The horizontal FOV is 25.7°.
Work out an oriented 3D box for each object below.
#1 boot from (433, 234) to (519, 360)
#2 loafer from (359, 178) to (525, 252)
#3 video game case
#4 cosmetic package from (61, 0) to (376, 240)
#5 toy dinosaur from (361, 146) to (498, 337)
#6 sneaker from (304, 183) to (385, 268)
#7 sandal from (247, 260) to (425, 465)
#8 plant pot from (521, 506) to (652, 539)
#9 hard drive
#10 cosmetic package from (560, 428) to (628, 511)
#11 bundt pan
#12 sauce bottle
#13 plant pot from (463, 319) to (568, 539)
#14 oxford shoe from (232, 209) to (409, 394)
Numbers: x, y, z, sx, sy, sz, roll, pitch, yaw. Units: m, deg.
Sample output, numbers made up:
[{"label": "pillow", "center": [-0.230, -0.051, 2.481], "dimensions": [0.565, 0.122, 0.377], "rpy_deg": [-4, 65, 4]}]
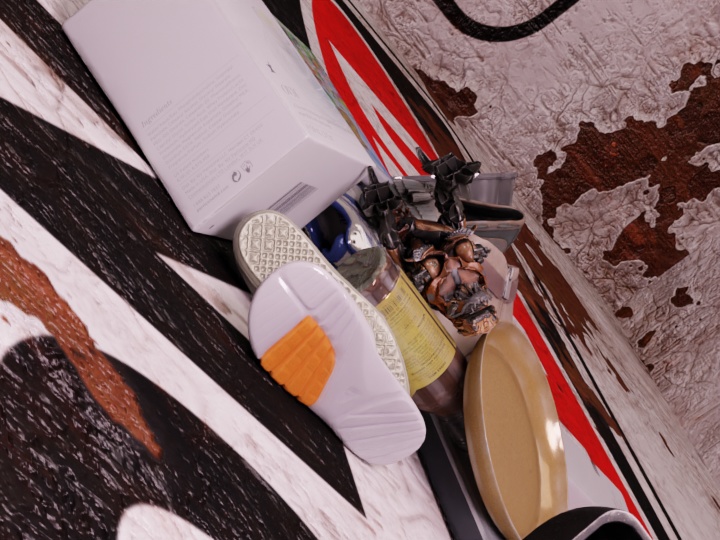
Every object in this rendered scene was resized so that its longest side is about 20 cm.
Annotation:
[{"label": "boot", "center": [0.075, 0.037, 1.411], "dimensions": [0.070, 0.148, 0.200], "rpy_deg": [18, -4, 30]}, {"label": "loafer", "center": [0.083, -0.059, 1.544], "dimensions": [0.199, 0.063, 0.072], "rpy_deg": [15, 39, -45]}, {"label": "video game case", "center": [-0.048, -0.172, 1.506], "dimensions": [0.183, 0.022, 0.200], "rpy_deg": [59, 10, 24]}, {"label": "cosmetic package", "center": [-0.109, -0.139, 1.283], "dimensions": [0.201, 0.123, 0.199], "rpy_deg": [54, 11, 11]}, {"label": "toy dinosaur", "center": [0.051, -0.021, 1.323], "dimensions": [0.199, 0.102, 0.137], "rpy_deg": [24, -40, 43]}, {"label": "sneaker", "center": [0.000, 0.000, 1.493], "dimensions": [0.201, 0.075, 0.088], "rpy_deg": [53, 25, 17]}, {"label": "sandal", "center": [-0.022, 0.065, 1.162], "dimensions": [0.207, 0.079, 0.059], "rpy_deg": [56, 5, -37]}, {"label": "plant pot", "center": [0.101, 0.248, 0.842], "dimensions": [0.200, 0.199, 0.177], "rpy_deg": [52, -2, -4]}, {"label": "hard drive", "center": [0.109, 0.211, 1.354], "dimensions": [0.140, 0.033, 0.201], "rpy_deg": [45, 14, -37]}, {"label": "cosmetic package", "center": [0.196, 0.225, 1.552], "dimensions": [0.200, 0.081, 0.113], "rpy_deg": [47, 14, -36]}, {"label": "bundt pan", "center": [0.073, -0.065, 1.700], "dimensions": [0.202, 0.199, 0.077], "rpy_deg": [-17, 104, -78]}, {"label": "sauce bottle", "center": [0.048, 0.071, 1.297], "dimensions": [0.201, 0.064, 0.065], "rpy_deg": [53, 10, -26]}, {"label": "plant pot", "center": [0.128, 0.143, 1.319], "dimensions": [0.200, 0.027, 0.202], "rpy_deg": [45, 38, -50]}, {"label": "oxford shoe", "center": [-0.030, 0.039, 1.219], "dimensions": [0.201, 0.075, 0.058], "rpy_deg": [53, -13, -6]}]
